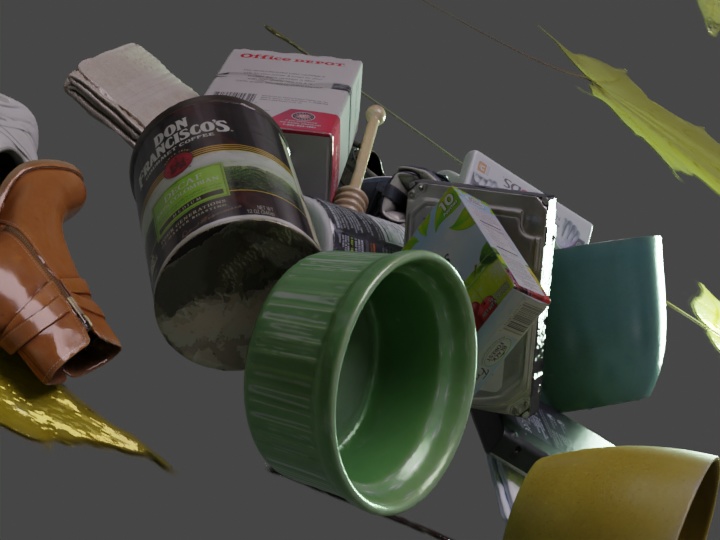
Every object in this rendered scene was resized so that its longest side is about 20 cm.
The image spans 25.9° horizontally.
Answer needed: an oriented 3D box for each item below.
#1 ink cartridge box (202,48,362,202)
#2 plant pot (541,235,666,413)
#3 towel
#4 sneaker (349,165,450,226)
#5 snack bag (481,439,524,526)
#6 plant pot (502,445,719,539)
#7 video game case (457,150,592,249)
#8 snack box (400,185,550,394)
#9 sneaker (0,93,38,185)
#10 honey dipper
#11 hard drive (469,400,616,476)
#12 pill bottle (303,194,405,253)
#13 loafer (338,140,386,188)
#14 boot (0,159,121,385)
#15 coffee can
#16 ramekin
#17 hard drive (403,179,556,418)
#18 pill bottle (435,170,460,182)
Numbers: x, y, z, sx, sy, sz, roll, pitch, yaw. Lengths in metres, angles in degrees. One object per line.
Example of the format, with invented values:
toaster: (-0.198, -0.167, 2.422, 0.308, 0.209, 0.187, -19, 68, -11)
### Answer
ink cartridge box: (-0.083, -0.146, 1.571, 0.143, 0.085, 0.201, 6, 28, 6)
plant pot: (0.227, 0.061, 1.623, 0.200, 0.198, 0.163, -3, 82, -61)
towel: (-0.216, -0.167, 1.574, 0.132, 0.035, 0.200, 41, 20, 0)
sneaker: (0.035, -0.071, 1.633, 0.200, 0.078, 0.146, 17, -5, 34)
snack bag: (0.196, 0.217, 1.501, 0.187, 0.021, 0.201, 30, 22, -22)
plant pot: (0.197, 0.227, 1.291, 0.140, 0.203, 0.200, 17, 13, 21)
video game case: (0.165, -0.004, 1.727, 0.181, 0.023, 0.202, 29, 64, -24)
snack box: (0.063, 0.049, 1.365, 0.053, 0.201, 0.143, 21, 26, -36)
sneaker: (-0.323, -0.106, 1.211, 0.199, 0.078, 0.100, 17, 33, -43)
honey dipper: (0.002, -0.108, 1.616, 0.038, 0.038, 0.201, 33, 42, -15)
hard drive: (0.194, 0.176, 1.508, 0.199, 0.033, 0.140, 31, 17, -19)
pill bottle: (0.000, 0.000, 1.495, 0.199, 0.107, 0.107, 16, 30, -47)
loafer: (0.013, -0.104, 1.790, 0.071, 0.063, 0.201, 19, 29, -43)
boot: (-0.228, 0.004, 1.153, 0.154, 0.074, 0.200, 41, 33, 9)
coffee can: (-0.112, -0.035, 1.316, 0.145, 0.147, 0.201, 27, 24, -29)
ramekin: (-0.001, 0.079, 1.205, 0.097, 0.203, 0.199, 9, 2, 34)
hard drive: (0.103, 0.024, 1.430, 0.138, 0.203, 0.038, 9, 9, 23)
pill bottle: (0.156, -0.034, 1.817, 0.199, 0.115, 0.115, 25, 25, -33)
